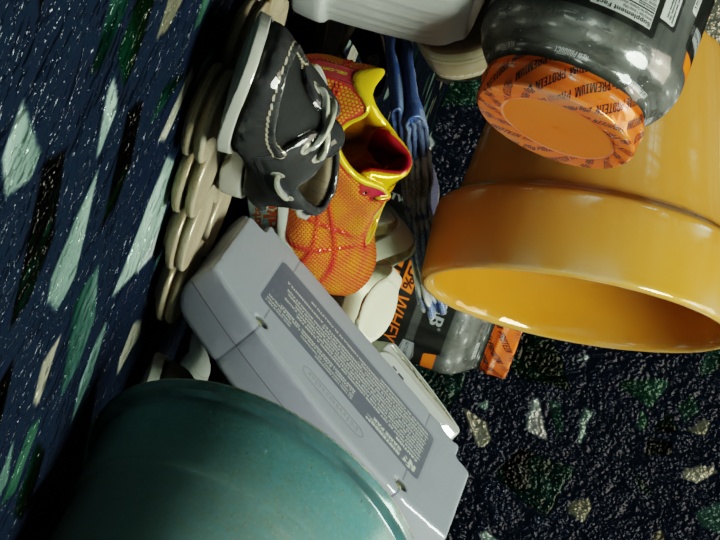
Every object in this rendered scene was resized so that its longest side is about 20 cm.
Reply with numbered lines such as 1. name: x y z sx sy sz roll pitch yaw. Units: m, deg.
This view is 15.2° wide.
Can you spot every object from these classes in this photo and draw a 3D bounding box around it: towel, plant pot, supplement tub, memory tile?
1. towel: 0.035 -0.084 1.758 0.201 0.024 0.147 81 3 -49
2. plant pot: -0.096 0.194 1.366 0.196 0.199 0.201 -56 169 -41
3. plant pot: 0.152 -0.062 1.696 0.200 0.199 0.184 95 6 -78
4. supplement tub: 0.146 -0.170 1.574 0.123 0.122 0.201 101 11 -72
5. memory tile: -0.073 -0.076 1.452 0.200 0.017 0.154 105 7 -54
6. supplement tub: 0.029 -0.002 1.966 0.123 0.199 0.123 20 90 -86

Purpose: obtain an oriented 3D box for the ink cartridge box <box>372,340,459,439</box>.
1. ink cartridge box: -0.032 0.121 1.866 0.147 0.083 0.200 -42 -170 -10

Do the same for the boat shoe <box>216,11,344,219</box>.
1. boat shoe: -0.037 -0.073 1.384 0.200 0.060 0.074 100 11 -72

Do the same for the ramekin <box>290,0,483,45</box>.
1. ramekin: 0.041 -0.229 1.601 0.200 0.105 0.201 21 90 -86

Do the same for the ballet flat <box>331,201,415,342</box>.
1. ballet flat: 0.000 0.000 1.691 0.072 0.072 0.201 108 -1 -45

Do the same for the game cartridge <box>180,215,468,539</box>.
1. game cartridge: -0.020 0.066 1.509 0.041 0.200 0.133 -37 -173 23

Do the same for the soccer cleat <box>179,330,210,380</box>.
1. soccer cleat: -0.075 0.052 1.787 0.200 0.069 0.078 -33 141 -79

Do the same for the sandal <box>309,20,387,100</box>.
1. sandal: -0.005 -0.142 1.791 0.082 0.054 0.201 -64 174 -52

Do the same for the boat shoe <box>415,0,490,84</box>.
1. boat shoe: 0.071 -0.152 1.731 0.200 0.072 0.065 -82 168 -68

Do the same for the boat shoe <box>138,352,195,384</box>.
1. boat shoe: -0.106 0.101 1.604 0.202 0.060 0.072 99 14 -74

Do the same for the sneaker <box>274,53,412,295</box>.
1. sneaker: -0.008 -0.045 1.555 0.200 0.077 0.073 79 28 -56

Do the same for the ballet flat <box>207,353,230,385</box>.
1. ballet flat: -0.063 0.043 1.610 0.200 0.057 0.067 -100 166 -58

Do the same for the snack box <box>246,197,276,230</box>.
1. snack box: -0.027 -0.008 1.805 0.200 0.037 0.117 -16 99 -76
